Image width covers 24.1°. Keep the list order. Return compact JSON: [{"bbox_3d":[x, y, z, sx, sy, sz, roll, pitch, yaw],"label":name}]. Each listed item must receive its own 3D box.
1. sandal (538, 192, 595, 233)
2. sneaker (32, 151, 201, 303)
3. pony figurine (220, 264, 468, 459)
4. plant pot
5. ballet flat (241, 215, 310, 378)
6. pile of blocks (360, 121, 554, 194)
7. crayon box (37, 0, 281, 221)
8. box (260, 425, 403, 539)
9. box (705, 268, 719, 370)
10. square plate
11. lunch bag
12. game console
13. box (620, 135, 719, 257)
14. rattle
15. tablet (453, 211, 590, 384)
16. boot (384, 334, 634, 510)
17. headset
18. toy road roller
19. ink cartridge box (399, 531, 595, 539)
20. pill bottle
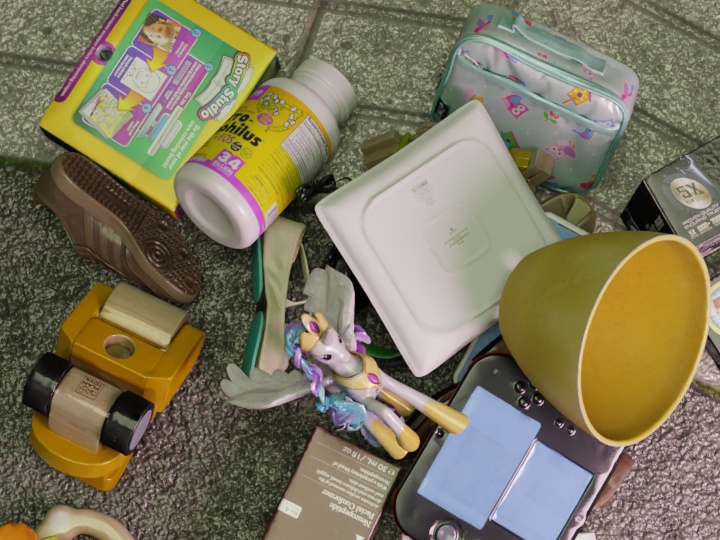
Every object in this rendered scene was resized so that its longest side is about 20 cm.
[{"bbox_3d":[0.145,-0.021,1.717,0.199,0.054,0.081,-27,104,1],"label":"sandal"},{"bbox_3d":[-0.250,-0.034,1.731,0.200,0.071,0.075,46,127,-6],"label":"sneaker"},{"bbox_3d":[-0.018,0.094,1.600,0.200,0.193,0.167,40,76,-24],"label":"pony figurine"},{"bbox_3d":[0.214,0.046,1.585,0.141,0.200,0.201,21,78,42],"label":"plant pot"},{"bbox_3d":[-0.083,0.042,1.710,0.069,0.069,0.202,4,79,2],"label":"ballet flat"},{"bbox_3d":[0.091,-0.098,1.690,0.198,0.082,0.063,2,52,20],"label":"pile of blocks"},{"bbox_3d":[-0.207,-0.183,1.755,0.172,0.058,0.201,32,82,5],"label":"crayon box"},{"bbox_3d":[-0.043,0.265,1.661,0.099,0.075,0.201,24,82,5],"label":"box"},{"bbox_3d":[0.439,0.070,1.701,0.159,0.044,0.201,-30,80,-5],"label":"box"},{"bbox_3d":[0.087,-0.031,1.633,0.199,0.028,0.199,-34,99,-11],"label":"square plate"},{"bbox_3d":[0.170,-0.172,1.688,0.198,0.161,0.077,23,53,2],"label":"lunch bag"},{"bbox_3d":[0.143,0.199,1.631,0.176,0.031,0.201,31,87,0],"label":"game console"},{"bbox_3d":[0.372,-0.084,1.672,0.199,0.164,0.087,-29,80,-3],"label":"box"},{"bbox_3d":[-0.248,0.304,1.628,0.199,0.143,0.130,35,63,13],"label":"rattle"},{"bbox_3d":[0.193,0.057,1.693,0.129,0.014,0.201,29,101,3],"label":"tablet"},{"bbox_3d":[0.150,0.190,1.680,0.186,0.064,0.200,-42,93,10],"label":"boot"},{"bbox_3d":[0.000,0.000,1.679,0.123,0.094,0.202,-24,88,35],"label":"headset"},{"bbox_3d":[-0.253,0.124,1.683,0.122,0.147,0.201,25,43,6],"label":"toy road roller"},{"bbox_3d":[0.135,0.358,1.655,0.197,0.041,0.202,-1,80,1],"label":"ink cartridge box"},{"bbox_3d":[-0.091,-0.123,1.705,0.104,0.104,0.200,37,64,7],"label":"pill bottle"}]
